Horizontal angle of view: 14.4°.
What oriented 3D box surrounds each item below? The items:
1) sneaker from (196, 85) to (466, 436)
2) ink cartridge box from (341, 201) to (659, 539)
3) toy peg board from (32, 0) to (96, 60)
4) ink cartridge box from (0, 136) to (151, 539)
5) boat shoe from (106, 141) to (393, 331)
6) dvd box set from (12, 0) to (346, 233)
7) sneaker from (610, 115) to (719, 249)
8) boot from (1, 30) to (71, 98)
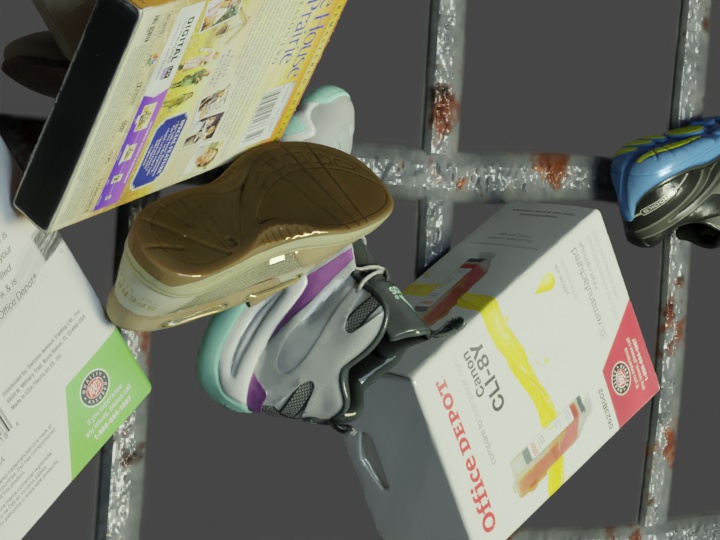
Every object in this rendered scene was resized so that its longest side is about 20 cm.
[{"bbox_3d":[0.000,0.000,1.661,0.078,0.140,0.200,28,79,-72],"label":"sneaker"},{"bbox_3d":[0.085,0.069,1.802,0.200,0.083,0.145,-40,122,-35],"label":"ink cartridge box"},{"bbox_3d":[-0.107,-0.246,1.479,0.200,0.098,0.199,-32,96,-19],"label":"toy peg board"},{"bbox_3d":[-0.220,0.032,1.488,0.146,0.084,0.200,-49,126,-31],"label":"ink cartridge box"},{"bbox_3d":[-0.062,-0.016,1.569,0.200,0.072,0.065,-24,154,-48],"label":"boat shoe"},{"bbox_3d":[-0.085,-0.106,1.494,0.200,0.029,0.146,-26,150,-50],"label":"dvd box set"},{"bbox_3d":[0.248,-0.060,1.969,0.200,0.071,0.083,-15,111,-38],"label":"sneaker"},{"bbox_3d":[-0.112,-0.160,1.596,0.200,0.070,0.146,14,78,-47],"label":"boot"}]
